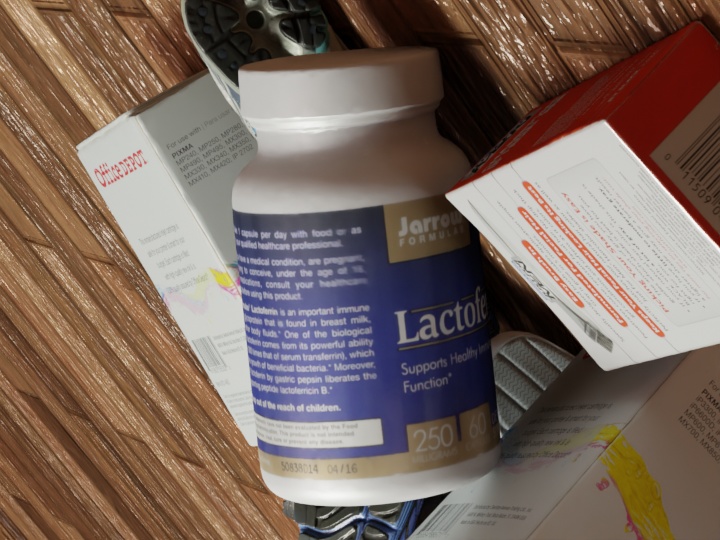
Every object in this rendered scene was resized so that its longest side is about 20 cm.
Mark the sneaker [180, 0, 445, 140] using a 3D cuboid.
[{"bbox_3d":[-0.016,-0.076,1.427,0.201,0.077,0.086,56,174,-8],"label":"sneaker"}]

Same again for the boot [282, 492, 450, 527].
[{"bbox_3d":[0.059,0.137,1.582,0.131,0.070,0.200,24,-161,30],"label":"boot"}]

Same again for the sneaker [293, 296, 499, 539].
[{"bbox_3d":[0.030,0.081,1.479,0.075,0.201,0.078,1,152,42],"label":"sneaker"}]

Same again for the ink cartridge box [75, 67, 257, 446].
[{"bbox_3d":[-0.060,-0.011,1.581,0.201,0.083,0.146,60,163,-5],"label":"ink cartridge box"}]

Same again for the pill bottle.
[{"bbox_3d":[0.000,0.000,1.335,0.116,0.115,0.201,12,110,63],"label":"pill bottle"}]

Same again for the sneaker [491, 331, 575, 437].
[{"bbox_3d":[0.114,0.112,1.510,0.200,0.073,0.071,53,159,-21],"label":"sneaker"}]

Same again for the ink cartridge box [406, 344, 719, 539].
[{"bbox_3d":[0.123,0.139,1.331,0.145,0.200,0.145,46,164,-10],"label":"ink cartridge box"}]

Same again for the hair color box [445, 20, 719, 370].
[{"bbox_3d":[0.120,-0.026,1.192,0.111,0.064,0.200,47,162,-6],"label":"hair color box"}]
